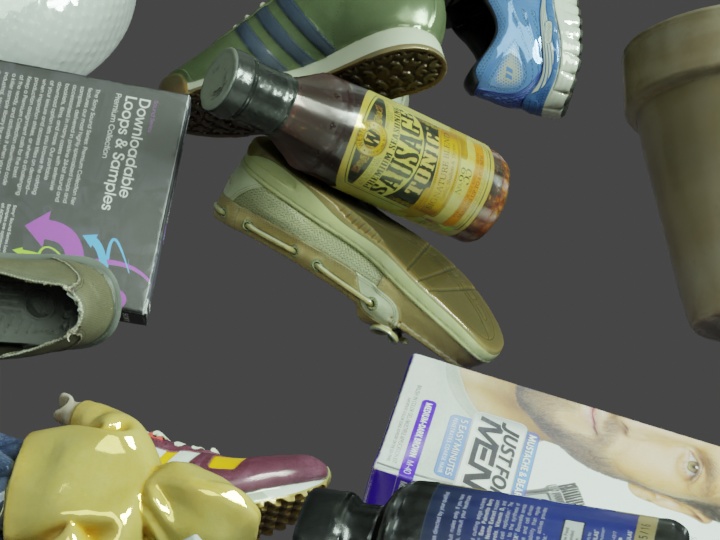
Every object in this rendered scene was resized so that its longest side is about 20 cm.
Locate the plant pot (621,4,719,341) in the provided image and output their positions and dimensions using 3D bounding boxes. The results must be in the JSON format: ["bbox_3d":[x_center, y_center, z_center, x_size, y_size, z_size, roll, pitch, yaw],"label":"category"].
[{"bbox_3d":[0.256,-0.049,1.332,0.199,0.200,0.174,3,77,-4],"label":"plant pot"}]

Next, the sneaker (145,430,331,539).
[{"bbox_3d":[-0.118,0.113,1.245,0.199,0.075,0.090,-10,67,-13],"label":"sneaker"}]

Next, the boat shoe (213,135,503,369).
[{"bbox_3d":[-0.002,0.000,1.337,0.201,0.063,0.073,39,18,12],"label":"boat shoe"}]

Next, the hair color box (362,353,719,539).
[{"bbox_3d":[0.107,0.127,1.249,0.200,0.065,0.109,18,37,3],"label":"hair color box"}]

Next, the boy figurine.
[{"bbox_3d":[-0.151,0.118,1.172,0.199,0.065,0.125,5,48,-1],"label":"boy figurine"}]

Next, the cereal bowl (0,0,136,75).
[{"bbox_3d":[-0.242,-0.209,1.418,0.199,0.083,0.201,2,60,-4],"label":"cereal bowl"}]

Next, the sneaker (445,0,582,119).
[{"bbox_3d":[0.097,-0.195,1.448,0.089,0.079,0.200,6,59,-6],"label":"sneaker"}]

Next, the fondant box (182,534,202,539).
[{"bbox_3d":[-0.045,0.244,1.086,0.058,0.200,0.144,-27,40,14],"label":"fondant box"}]

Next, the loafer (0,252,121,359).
[{"bbox_3d":[-0.240,0.019,1.269,0.199,0.070,0.075,-5,93,0],"label":"loafer"}]

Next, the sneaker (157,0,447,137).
[{"bbox_3d":[-0.034,-0.145,1.370,0.200,0.067,0.090,-11,61,28],"label":"sneaker"}]

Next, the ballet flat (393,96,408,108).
[{"bbox_3d":[0.007,-0.142,1.416,0.067,0.062,0.200,14,59,2],"label":"ballet flat"}]

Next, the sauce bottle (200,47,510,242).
[{"bbox_3d":[-0.003,-0.076,1.325,0.200,0.066,0.066,20,54,-30],"label":"sauce bottle"}]

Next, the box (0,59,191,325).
[{"bbox_3d":[-0.212,-0.053,1.339,0.199,0.036,0.143,10,74,1],"label":"box"}]

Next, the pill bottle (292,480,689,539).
[{"bbox_3d":[0.065,0.171,1.153,0.199,0.112,0.112,9,58,10],"label":"pill bottle"}]
